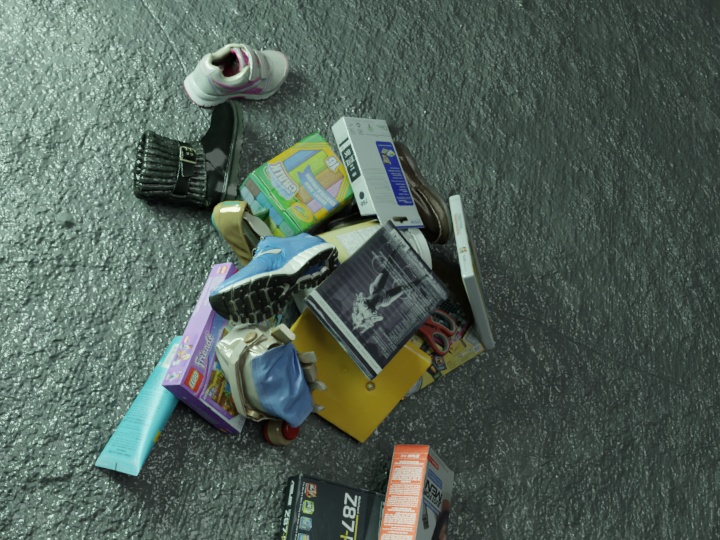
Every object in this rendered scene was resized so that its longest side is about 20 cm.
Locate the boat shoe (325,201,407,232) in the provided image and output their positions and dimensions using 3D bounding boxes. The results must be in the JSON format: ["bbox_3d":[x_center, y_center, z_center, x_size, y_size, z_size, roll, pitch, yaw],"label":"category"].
[{"bbox_3d":[0.012,-0.093,1.347,0.199,0.072,0.066,-16,71,-40],"label":"boat shoe"}]

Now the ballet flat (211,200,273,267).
[{"bbox_3d":[-0.146,-0.023,1.156,0.201,0.062,0.069,56,33,-38],"label":"ballet flat"}]

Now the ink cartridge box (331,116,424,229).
[{"bbox_3d":[0.028,-0.150,1.252,0.099,0.039,0.202,-3,68,-42],"label":"ink cartridge box"}]

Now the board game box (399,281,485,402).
[{"bbox_3d":[0.100,0.116,1.287,0.199,0.035,0.137,-23,82,-35],"label":"board game box"}]

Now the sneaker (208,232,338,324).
[{"bbox_3d":[-0.129,0.004,1.091,0.199,0.079,0.089,-27,45,-33],"label":"sneaker"}]

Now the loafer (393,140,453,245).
[{"bbox_3d":[0.082,-0.124,1.334,0.071,0.073,0.201,-26,77,-35],"label":"loafer"}]

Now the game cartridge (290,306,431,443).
[{"bbox_3d":[-0.023,0.142,1.167,0.199,0.177,0.032,36,17,-11],"label":"game cartridge"}]

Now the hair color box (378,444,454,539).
[{"bbox_3d":[0.081,0.372,1.143,0.111,0.063,0.202,52,42,-45],"label":"hair color box"}]

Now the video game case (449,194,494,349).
[{"bbox_3d":[0.189,0.004,1.324,0.023,0.201,0.183,-13,47,10],"label":"video game case"}]

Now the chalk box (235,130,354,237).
[{"bbox_3d":[-0.119,-0.106,1.240,0.124,0.124,0.200,50,55,-1],"label":"chalk box"}]

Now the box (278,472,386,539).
[{"bbox_3d":[-0.041,0.406,1.100,0.160,0.049,0.202,23,59,-25],"label":"box"}]

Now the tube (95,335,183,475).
[{"bbox_3d":[-0.279,0.182,1.056,0.051,0.077,0.201,58,44,-37],"label":"tube"}]

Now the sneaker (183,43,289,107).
[{"bbox_3d":[-0.196,-0.338,1.321,0.199,0.088,0.082,-27,83,-36],"label":"sneaker"}]

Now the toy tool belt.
[{"bbox_3d":[-0.108,0.162,1.080,0.125,0.122,0.202,-49,124,-48],"label":"toy tool belt"}]

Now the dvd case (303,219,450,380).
[{"bbox_3d":[0.029,0.039,1.135,0.149,0.016,0.200,50,56,-5],"label":"dvd case"}]

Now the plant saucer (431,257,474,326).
[{"bbox_3d":[0.121,0.063,1.362,0.198,0.029,0.202,12,63,-24],"label":"plant saucer"}]

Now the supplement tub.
[{"bbox_3d":[0.000,0.000,1.240,0.198,0.144,0.146,-16,77,-30],"label":"supplement tub"}]

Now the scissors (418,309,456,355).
[{"bbox_3d":[0.080,0.073,1.241,0.199,0.014,0.074,30,62,-30],"label":"scissors"}]

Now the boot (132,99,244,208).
[{"bbox_3d":[-0.267,-0.194,1.221,0.156,0.079,0.213,12,59,-20],"label":"boot"}]

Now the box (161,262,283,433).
[{"bbox_3d":[-0.191,0.110,1.113,0.137,0.039,0.202,51,45,-39],"label":"box"}]
